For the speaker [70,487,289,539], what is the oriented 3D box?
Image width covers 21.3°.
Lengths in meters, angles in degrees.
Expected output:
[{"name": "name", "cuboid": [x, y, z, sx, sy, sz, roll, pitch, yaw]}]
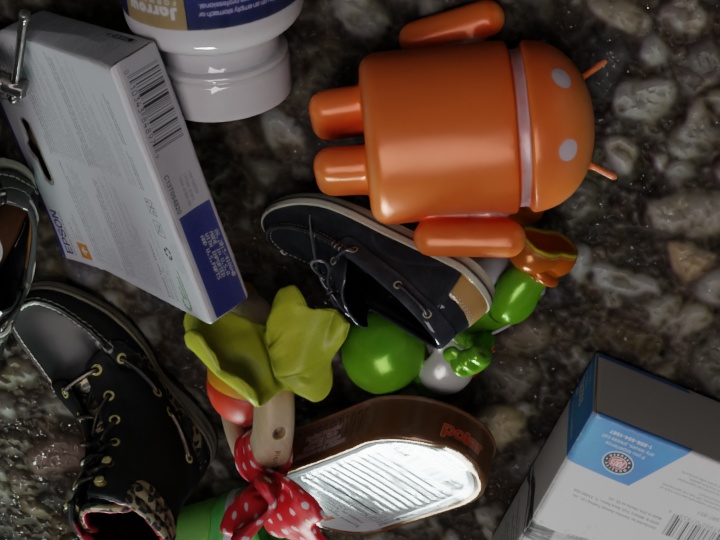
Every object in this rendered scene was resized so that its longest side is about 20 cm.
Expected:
[{"name": "speaker", "cuboid": [-0.155, 0.233, 1.501, 0.199, 0.089, 0.089, -19, 117, 18]}]

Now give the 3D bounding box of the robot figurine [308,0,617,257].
[{"name": "robot figurine", "cuboid": [0.067, -0.093, 1.255, 0.198, 0.144, 0.117, -4, 132, 1]}]

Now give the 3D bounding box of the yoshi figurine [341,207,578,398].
[{"name": "yoshi figurine", "cuboid": [0.056, 0.028, 1.346, 0.112, 0.112, 0.200, 35, 122, 0]}]

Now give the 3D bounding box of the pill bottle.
[{"name": "pill bottle", "cuboid": [-0.097, -0.203, 1.211, 0.119, 0.120, 0.201, -1, 120, 8]}]

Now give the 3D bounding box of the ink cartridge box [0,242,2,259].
[{"name": "ink cartridge box", "cuboid": [-0.353, -0.062, 1.280, 0.199, 0.084, 0.147, 17, 136, 26]}]

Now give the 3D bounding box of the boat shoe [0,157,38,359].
[{"name": "boat shoe", "cuboid": [-0.275, 0.023, 1.363, 0.071, 0.068, 0.201, 8, 113, -30]}]

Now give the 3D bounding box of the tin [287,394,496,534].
[{"name": "tin", "cuboid": [0.012, 0.146, 1.413, 0.112, 0.042, 0.199, 37, 141, -25]}]

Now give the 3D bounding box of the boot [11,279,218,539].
[{"name": "boot", "cuboid": [-0.191, 0.113, 1.393, 0.073, 0.154, 0.204, -34, 111, 24]}]

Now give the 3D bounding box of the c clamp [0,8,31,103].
[{"name": "c clamp", "cuboid": [-0.315, -0.140, 1.291, 0.199, 0.027, 0.172, 17, 136, 4]}]

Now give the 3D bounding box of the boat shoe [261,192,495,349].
[{"name": "boat shoe", "cuboid": [0.000, 0.000, 1.305, 0.199, 0.062, 0.075, 23, 157, 37]}]

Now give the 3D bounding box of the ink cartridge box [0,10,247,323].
[{"name": "ink cartridge box", "cuboid": [-0.172, -0.077, 1.300, 0.199, 0.041, 0.201, 21, 138, 49]}]

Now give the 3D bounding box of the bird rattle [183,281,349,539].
[{"name": "bird rattle", "cuboid": [-0.067, 0.096, 1.369, 0.112, 0.163, 0.201, -12, 121, -12]}]

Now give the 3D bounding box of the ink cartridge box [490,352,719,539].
[{"name": "ink cartridge box", "cuboid": [0.197, 0.183, 1.427, 0.144, 0.084, 0.201, 21, 121, -6]}]
